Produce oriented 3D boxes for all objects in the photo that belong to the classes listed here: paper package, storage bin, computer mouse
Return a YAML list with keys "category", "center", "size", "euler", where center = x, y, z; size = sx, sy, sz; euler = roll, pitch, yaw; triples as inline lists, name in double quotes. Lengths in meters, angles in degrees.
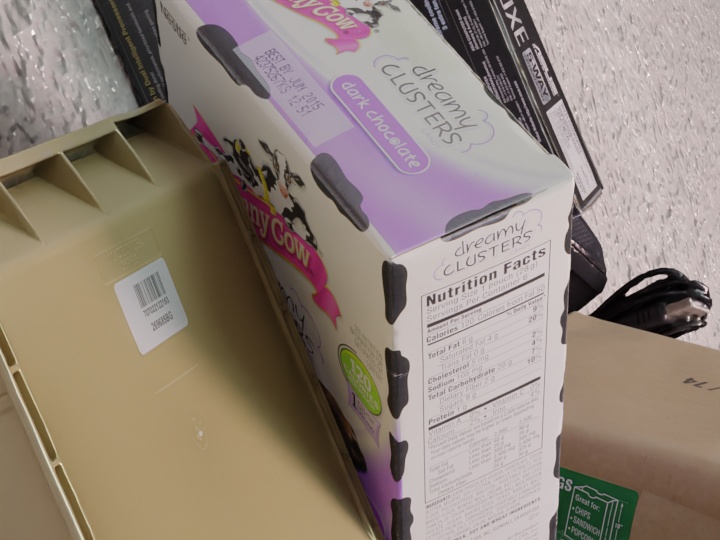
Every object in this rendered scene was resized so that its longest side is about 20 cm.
- category: "paper package"
  center: [0.146, 0.102, 1.080]
  size: [0.191, 0.200, 0.104]
  euler: [-18, 120, -62]
- category: "storage bin"
  center: [-0.087, 0.064, 0.745]
  size: [0.199, 0.094, 0.200]
  euler: [67, 21, -4]
- category: "computer mouse"
  center: [0.072, -0.016, 1.203]
  size: [0.200, 0.138, 0.053]
  euler: [50, 44, -22]

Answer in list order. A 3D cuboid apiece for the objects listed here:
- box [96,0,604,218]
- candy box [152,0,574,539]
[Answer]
- category: "box"
  center: [-0.012, -0.090, 0.983]
  size: [0.200, 0.158, 0.050]
  euler: [66, 21, -7]
- category: "candy box"
  center: [0.000, 0.000, 0.850]
  size: [0.168, 0.071, 0.200]
  euler: [51, -24, 38]
